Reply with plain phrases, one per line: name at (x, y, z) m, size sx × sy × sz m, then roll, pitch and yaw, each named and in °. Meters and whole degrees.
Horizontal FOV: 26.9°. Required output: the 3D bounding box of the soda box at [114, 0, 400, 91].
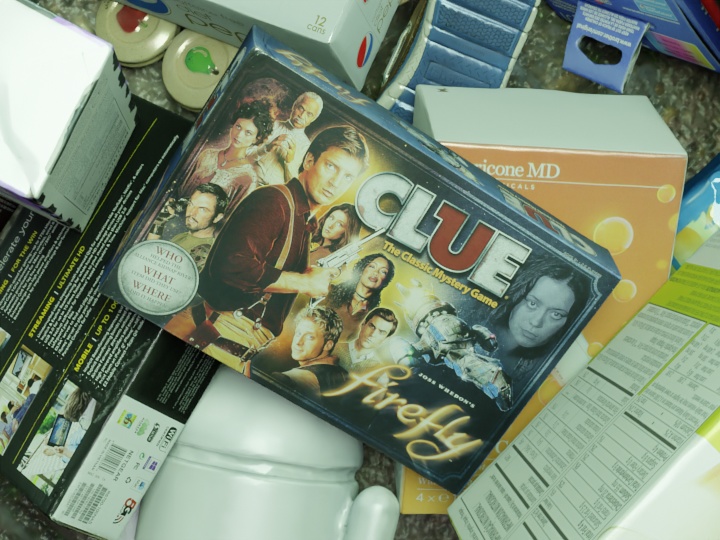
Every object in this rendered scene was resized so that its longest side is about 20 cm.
soda box at (-0.081, -0.163, 0.781) m, size 0.198 × 0.068 × 0.064 m, roll 22°, pitch 82°, yaw 18°

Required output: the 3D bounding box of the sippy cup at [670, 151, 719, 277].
sippy cup at (0.219, 0.002, 0.799) m, size 0.130 × 0.178 × 0.140 m, roll 47°, pitch 108°, yaw 3°

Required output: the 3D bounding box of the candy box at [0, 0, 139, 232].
candy box at (-0.190, -0.091, 0.664) m, size 0.166 × 0.200 × 0.072 m, roll 28°, pitch 86°, yaw -4°

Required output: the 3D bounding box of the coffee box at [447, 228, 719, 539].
coffee box at (0.179, 0.123, 0.630) m, size 0.200 × 0.200 × 0.198 m, roll 45°, pitch 90°, yaw -5°

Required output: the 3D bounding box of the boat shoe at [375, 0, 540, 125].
boat shoe at (0.046, -0.096, 0.816) m, size 0.072 × 0.073 × 0.201 m, roll 26°, pitch 112°, yaw -6°

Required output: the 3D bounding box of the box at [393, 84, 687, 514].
box at (0.084, 0.017, 0.771) m, size 0.123 × 0.098 × 0.202 m, roll 2°, pitch 113°, yaw -4°

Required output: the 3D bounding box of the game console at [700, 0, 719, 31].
game console at (0.239, -0.131, 0.712) m, size 0.118 × 0.199 × 0.173 m, roll -37°, pitch 47°, yaw 20°

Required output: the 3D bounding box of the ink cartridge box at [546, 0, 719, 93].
ink cartridge box at (0.171, -0.192, 0.796) m, size 0.201 × 0.136 × 0.076 m, roll -52°, pitch 131°, yaw -4°

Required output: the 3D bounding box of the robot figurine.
robot figurine at (-0.060, 0.134, 0.785) m, size 0.168 × 0.113 × 0.203 m, roll 8°, pitch 87°, yaw 22°

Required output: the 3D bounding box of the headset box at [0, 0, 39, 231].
headset box at (-0.242, -0.085, 0.798) m, size 0.148 × 0.075 × 0.201 m, roll 34°, pitch 86°, yaw -3°

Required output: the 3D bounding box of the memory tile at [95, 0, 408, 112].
memory tile at (-0.041, -0.171, 0.818) m, size 0.153 × 0.017 × 0.201 m, roll 34°, pitch 86°, yaw 19°

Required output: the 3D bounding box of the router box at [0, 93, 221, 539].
router box at (-0.130, 0.014, 0.773) m, size 0.149 × 0.051 × 0.201 m, roll 28°, pitch 86°, yaw 42°

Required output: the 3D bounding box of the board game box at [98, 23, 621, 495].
board game box at (0.000, 0.000, 0.687) m, size 0.199 × 0.035 × 0.136 m, roll 30°, pitch 108°, yaw -15°
